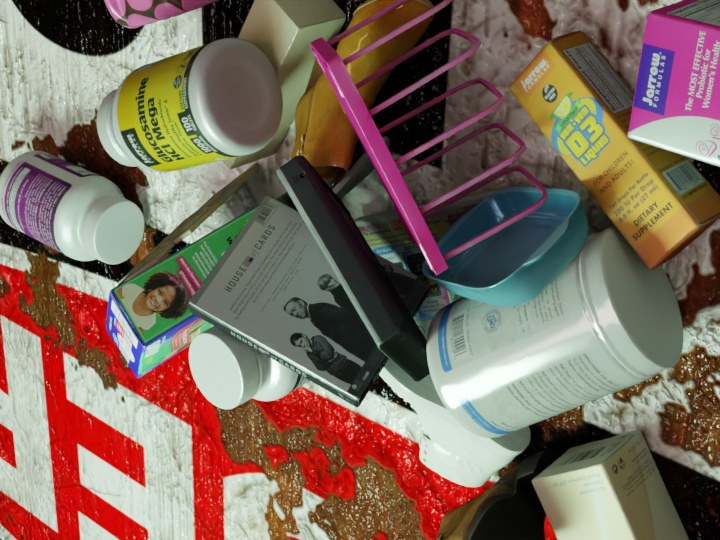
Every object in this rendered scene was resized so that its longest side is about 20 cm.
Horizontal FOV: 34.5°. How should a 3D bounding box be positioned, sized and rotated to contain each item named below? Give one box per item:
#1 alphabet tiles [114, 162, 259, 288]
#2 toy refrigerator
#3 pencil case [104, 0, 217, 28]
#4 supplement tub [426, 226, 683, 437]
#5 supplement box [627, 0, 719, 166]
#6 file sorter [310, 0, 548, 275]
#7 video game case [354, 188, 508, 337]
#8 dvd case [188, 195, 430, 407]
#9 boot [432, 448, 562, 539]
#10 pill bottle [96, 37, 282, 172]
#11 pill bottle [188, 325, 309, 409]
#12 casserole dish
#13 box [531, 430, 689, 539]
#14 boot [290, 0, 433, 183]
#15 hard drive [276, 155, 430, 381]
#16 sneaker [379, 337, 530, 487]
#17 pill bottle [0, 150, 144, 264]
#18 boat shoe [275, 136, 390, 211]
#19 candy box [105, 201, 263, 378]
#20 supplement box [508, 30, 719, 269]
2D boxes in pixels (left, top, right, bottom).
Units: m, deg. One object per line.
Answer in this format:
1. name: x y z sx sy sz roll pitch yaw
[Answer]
1. alphabet tiles: -0.192 -0.049 1.294 0.006 0.200 0.166 49 137 -10
2. toy refrigerator: -0.098 -0.207 1.222 0.070 0.075 0.201 49 134 16
3. pencil case: -0.206 -0.329 1.265 0.198 0.092 0.094 -9 137 43
4. supplement tub: 0.168 0.059 1.027 0.198 0.131 0.134 -27 89 36
5. supplement box: 0.311 -0.128 0.851 0.198 0.103 0.103 24 124 36
6. file sorter: 0.061 -0.130 1.008 0.202 0.124 0.139 61 -178 -19
7. video game case: 0.089 0.022 1.180 0.198 0.024 0.185 -8 101 46
8. dvd case: -0.050 0.026 1.162 0.198 0.151 0.025 28 153 13
9. boot: 0.102 0.269 1.158 0.068 0.189 0.200 44 133 -5
10. pill bottle: -0.181 -0.162 1.185 0.198 0.112 0.114 -6 103 45
11. pill bottle: -0.083 0.071 1.237 0.110 0.199 0.113 19 120 36
12. casserole dish: 0.128 -0.019 1.012 0.039 0.121 0.200 48 169 -17
13. box: 0.252 0.265 1.090 0.094 0.077 0.203 -26 89 45
14. boot: -0.002 -0.164 1.106 0.200 0.070 0.147 -25 51 55
15. hard drive: 0.000 0.000 1.085 0.033 0.140 0.202 -33 65 4
16. sneaker: 0.067 0.145 1.194 0.199 0.074 0.116 39 138 6
17. pill bottle: -0.375 -0.078 1.513 0.198 0.111 0.114 23 122 35
18. boat shoe: -0.040 -0.094 1.215 0.061 0.075 0.200 51 134 5
19. candy box: -0.175 0.022 1.271 0.078 0.199 0.169 55 160 6
20. supplement box: 0.214 -0.104 0.978 0.201 0.068 0.067 55 133 14
